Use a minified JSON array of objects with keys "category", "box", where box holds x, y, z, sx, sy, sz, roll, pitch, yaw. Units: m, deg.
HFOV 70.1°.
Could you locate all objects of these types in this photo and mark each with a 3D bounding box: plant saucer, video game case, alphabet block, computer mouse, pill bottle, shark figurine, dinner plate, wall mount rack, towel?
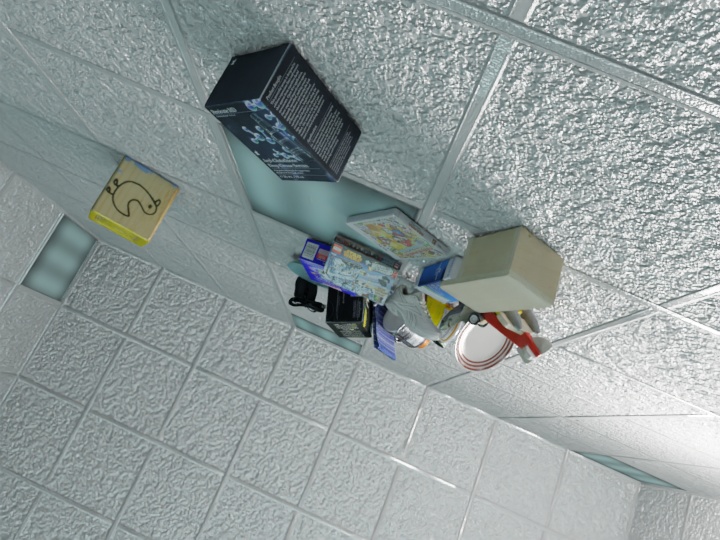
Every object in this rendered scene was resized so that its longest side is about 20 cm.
[{"category":"plant saucer","box":[-0.162,0.006,1.812,0.199,0.039,0.201,23,163,7]},{"category":"video game case","box":[0.084,-0.080,1.212,0.181,0.023,0.199,33,162,-28]},{"category":"alphabet block","box":[-0.724,-0.214,1.640,0.194,0.202,0.196,31,163,-24]},{"category":"computer mouse","box":[-0.195,0.070,1.904,0.136,0.053,0.201,13,-150,-14]},{"category":"pill bottle","box":[0.174,0.212,1.848,0.105,0.107,0.200,8,157,43]},{"category":"pill bottle","box":[0.231,0.145,1.550,0.198,0.110,0.109,29,163,-16]},{"category":"shark figurine","box":[0.317,0.116,1.443,0.212,0.130,0.090,13,-164,-28]},{"category":"dinner plate","box":[0.346,0.192,1.424,0.199,0.201,0.024,33,-171,-29]},{"category":"wall mount rack","box":[0.105,0.126,1.607,0.200,0.074,0.174,48,170,5]},{"category":"towel","box":[0.087,0.206,1.830,0.024,0.203,0.145,-19,143,26]}]

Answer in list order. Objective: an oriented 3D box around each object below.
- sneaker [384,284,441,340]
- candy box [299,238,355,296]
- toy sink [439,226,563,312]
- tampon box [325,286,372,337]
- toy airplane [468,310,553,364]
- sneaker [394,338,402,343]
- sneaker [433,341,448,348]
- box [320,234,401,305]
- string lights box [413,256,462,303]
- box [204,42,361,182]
[{"category":"sneaker","box":[0.157,0.112,1.433,0.200,0.100,0.078,41,-164,27]},{"category":"candy box","box":[-0.087,-0.007,1.594,0.167,0.078,0.200,20,162,10]},{"category":"toy sink","box":[0.279,0.002,1.031,0.129,0.113,0.199,31,158,-23]},{"category":"tampon box","box":[-0.032,0.136,1.776,0.124,0.152,0.200,-1,159,11]},{"category":"toy airplane","box":[0.369,0.118,1.204,0.198,0.142,0.200,31,-170,-11]},{"category":"sneaker","box":[0.112,0.218,1.964,0.197,0.076,0.114,21,-173,-6]},{"category":"sneaker","box":[0.222,0.154,1.664,0.200,0.086,0.078,45,169,16]},{"category":"box","box":[0.000,0.000,1.429,0.198,0.040,0.138,25,128,1]},{"category":"string lights box","box":[0.224,0.029,1.285,0.102,0.060,0.200,28,164,-13]},{"category":"box","box":[-0.121,-0.246,0.837,0.147,0.108,0.200,10,158,42]}]
